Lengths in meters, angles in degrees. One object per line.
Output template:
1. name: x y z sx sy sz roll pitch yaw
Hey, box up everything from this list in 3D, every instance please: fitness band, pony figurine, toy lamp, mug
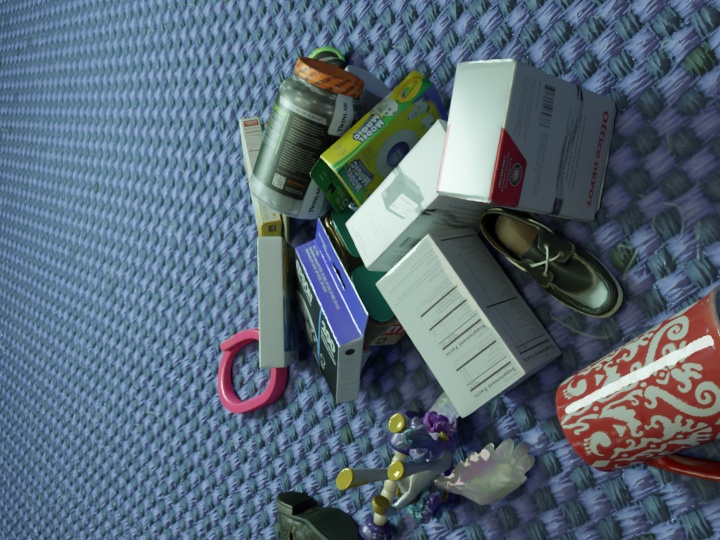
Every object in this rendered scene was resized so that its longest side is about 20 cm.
1. fitness band: -0.206 0.187 1.264 0.200 0.037 0.144 -29 71 42
2. pony figurine: 0.094 0.244 0.872 0.193 0.200 0.167 -50 47 12
3. toy lamp: 0.051 0.299 0.984 0.058 0.058 0.201 31 112 42
4. mug: 0.315 0.139 0.676 0.200 0.133 0.178 -40 59 40

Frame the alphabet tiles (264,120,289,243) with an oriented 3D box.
1. alphabet tiles: -0.139 -0.129 1.147 0.200 0.008 0.168 106 151 -71

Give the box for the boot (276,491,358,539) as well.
1. boot: -0.078 0.471 1.106 0.200 0.069 0.175 12 101 49

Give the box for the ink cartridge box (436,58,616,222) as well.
1. ink cartridge box: 0.191 -0.140 0.766 0.083 0.199 0.146 15 98 48

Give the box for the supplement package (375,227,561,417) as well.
1. supplement package: 0.134 0.060 0.850 0.110 0.114 0.200 -45 69 34

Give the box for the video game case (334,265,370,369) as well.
1. video game case: -0.040 0.070 1.068 0.143 0.017 0.201 112 140 -59

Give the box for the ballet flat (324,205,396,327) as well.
1. ballet flat: 0.000 0.000 0.973 0.065 0.070 0.201 113 142 -57

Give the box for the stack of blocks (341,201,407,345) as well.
1. stack of blocks: 0.025 -0.003 1.022 0.115 0.058 0.201 -45 58 34

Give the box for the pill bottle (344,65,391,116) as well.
1. pill bottle: -0.036 -0.210 1.058 0.200 0.112 0.113 -54 53 29

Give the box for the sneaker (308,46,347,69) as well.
1. sneaker: -0.082 -0.273 1.135 0.084 0.077 0.201 50 122 39

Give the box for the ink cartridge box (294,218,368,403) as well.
1. ink cartridge box: -0.049 0.060 0.991 0.201 0.043 0.199 97 153 -46

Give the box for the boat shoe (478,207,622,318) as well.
1. boat shoe: 0.223 -0.012 0.819 0.200 0.067 0.072 47 117 35

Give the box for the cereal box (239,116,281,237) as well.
1. cereal box: -0.176 -0.148 1.197 0.144 0.039 0.201 109 148 -70

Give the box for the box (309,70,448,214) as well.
1. box: 0.031 -0.162 0.926 0.200 0.117 0.048 -41 55 0

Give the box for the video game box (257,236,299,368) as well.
1. video game box: -0.132 0.056 1.109 0.182 0.047 0.201 99 169 -85

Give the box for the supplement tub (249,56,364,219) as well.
1. supplement tub: -0.072 -0.184 0.948 0.123 0.122 0.201 43 121 38

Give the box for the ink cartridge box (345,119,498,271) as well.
1. ink cartridge box: 0.100 -0.088 0.890 0.200 0.145 0.084 -46 57 34
